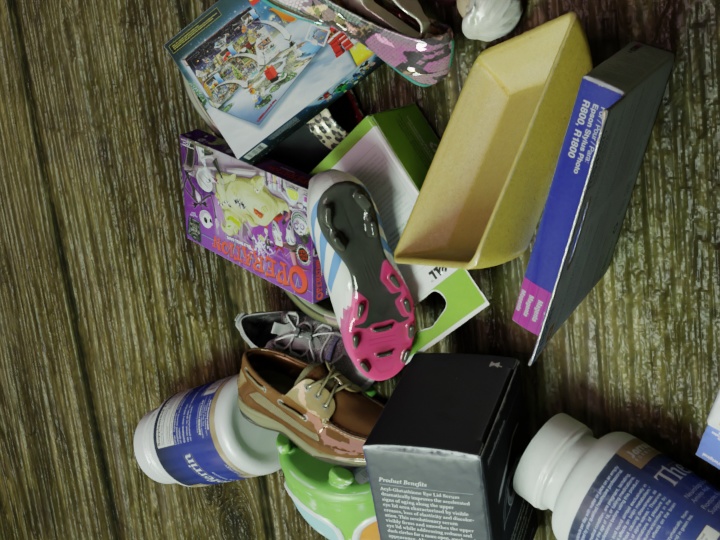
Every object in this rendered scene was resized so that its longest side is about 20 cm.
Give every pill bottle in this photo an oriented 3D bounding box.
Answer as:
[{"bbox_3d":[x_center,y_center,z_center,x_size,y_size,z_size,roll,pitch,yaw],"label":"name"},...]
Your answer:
[{"bbox_3d":[0.231,0.204,0.895,0.200,0.111,0.111,32,123,30],"label":"pill bottle"},{"bbox_3d":[-0.171,0.188,1.249,0.200,0.116,0.116,-20,91,45],"label":"pill bottle"}]

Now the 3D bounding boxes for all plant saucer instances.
[{"bbox_3d":[0.109,-0.087,0.851,0.201,0.048,0.200,-68,14,-4],"label":"plant saucer"}]

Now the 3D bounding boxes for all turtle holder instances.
[{"bbox_3d":[-0.024,0.207,1.106,0.185,0.141,0.132,9,126,25],"label":"turtle holder"}]

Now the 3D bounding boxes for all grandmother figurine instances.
[{"bbox_3d":[0.051,-0.263,0.912,0.200,0.121,0.061,38,100,9],"label":"grandmother figurine"}]

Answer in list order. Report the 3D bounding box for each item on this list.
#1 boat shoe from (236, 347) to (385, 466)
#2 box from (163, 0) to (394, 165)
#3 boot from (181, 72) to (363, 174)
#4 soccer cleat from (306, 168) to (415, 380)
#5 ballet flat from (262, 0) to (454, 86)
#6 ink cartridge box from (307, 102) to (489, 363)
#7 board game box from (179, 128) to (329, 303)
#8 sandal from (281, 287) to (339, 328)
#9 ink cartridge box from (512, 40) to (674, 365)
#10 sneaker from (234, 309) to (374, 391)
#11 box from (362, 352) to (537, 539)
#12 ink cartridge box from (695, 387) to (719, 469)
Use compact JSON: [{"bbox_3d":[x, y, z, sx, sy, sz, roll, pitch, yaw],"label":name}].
[{"bbox_3d":[-0.043,0.127,1.040,0.199,0.076,0.074,14,125,31],"label":"boat shoe"},{"bbox_3d":[-0.066,-0.213,1.000,0.200,0.038,0.137,-36,77,10],"label":"box"},{"bbox_3d":[-0.089,-0.179,1.083,0.154,0.073,0.204,-31,83,39],"label":"boot"},{"bbox_3d":[0.000,0.000,0.970,0.086,0.070,0.201,-128,22,-64],"label":"soccer cleat"},{"bbox_3d":[-0.003,-0.232,0.924,0.200,0.069,0.071,32,135,13],"label":"ballet flat"},{"bbox_3d":[0.039,-0.030,1.013,0.148,0.076,0.200,-40,79,42],"label":"ink cartridge box"},{"bbox_3d":[-0.106,-0.057,1.069,0.200,0.032,0.120,25,130,39],"label":"board game box"},{"bbox_3d":[-0.041,0.003,1.098,0.201,0.080,0.057,37,112,28],"label":"sandal"},{"bbox_3d":[0.166,-0.056,0.801,0.043,0.200,0.197,23,119,21],"label":"ink cartridge box"},{"bbox_3d":[-0.057,0.081,1.108,0.200,0.082,0.075,2,63,46],"label":"sneaker"},{"bbox_3d":[0.086,0.195,0.959,0.104,0.148,0.201,1,117,22],"label":"box"},{"bbox_3d":[0.339,0.084,0.805,0.119,0.042,0.201,30,120,31],"label":"ink cartridge box"}]
